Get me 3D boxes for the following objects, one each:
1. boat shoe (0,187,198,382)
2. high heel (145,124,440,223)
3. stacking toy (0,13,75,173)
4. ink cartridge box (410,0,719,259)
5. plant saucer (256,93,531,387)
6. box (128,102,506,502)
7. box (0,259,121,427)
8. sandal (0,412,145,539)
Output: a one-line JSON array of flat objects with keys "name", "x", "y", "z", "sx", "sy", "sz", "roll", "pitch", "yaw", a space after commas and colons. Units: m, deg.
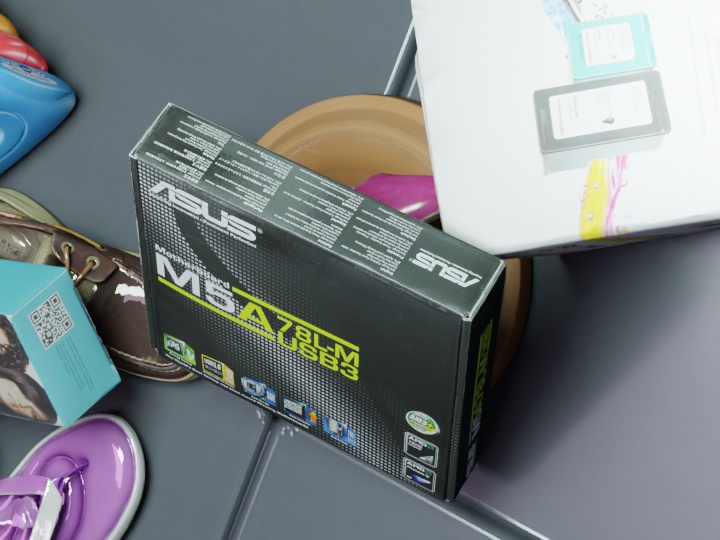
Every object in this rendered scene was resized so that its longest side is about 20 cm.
[{"name": "boat shoe", "x": -0.177, "y": 0.009, "z": 1.479, "sx": 0.200, "sy": 0.072, "sz": 0.072, "roll": 31, "pitch": 105, "yaw": 23}, {"name": "high heel", "x": -0.036, "y": -0.053, "z": 1.374, "sx": 0.200, "sy": 0.067, "sz": 0.096, "roll": -12, "pitch": 97, "yaw": 40}, {"name": "stacking toy", "x": -0.266, "y": -0.156, "z": 1.518, "sx": 0.110, "sy": 0.116, "sz": 0.200, "roll": -39, "pitch": 61, "yaw": 22}, {"name": "ink cartridge box", "x": 0.150, "y": -0.090, "z": 1.266, "sx": 0.199, "sy": 0.147, "sz": 0.147, "roll": -9, "pitch": 88, "yaw": 28}, {"name": "plant saucer", "x": 0.000, "y": 0.000, "z": 1.411, "sx": 0.200, "sy": 0.032, "sz": 0.201, "roll": 1, "pitch": 93, "yaw": 28}, {"name": "box", "x": -0.024, "y": 0.021, "z": 1.309, "sx": 0.200, "sy": 0.193, "sz": 0.048, "roll": 26, "pitch": 62, "yaw": 14}, {"name": "box", "x": -0.236, "y": 0.036, "z": 1.474, "sx": 0.200, "sy": 0.049, "sz": 0.082, "roll": 7, "pitch": 129, "yaw": 44}, {"name": "sandal", "x": -0.211, "y": 0.161, "z": 1.514, "sx": 0.203, "sy": 0.050, "sz": 0.083, "roll": -38, "pitch": 75, "yaw": 23}]
